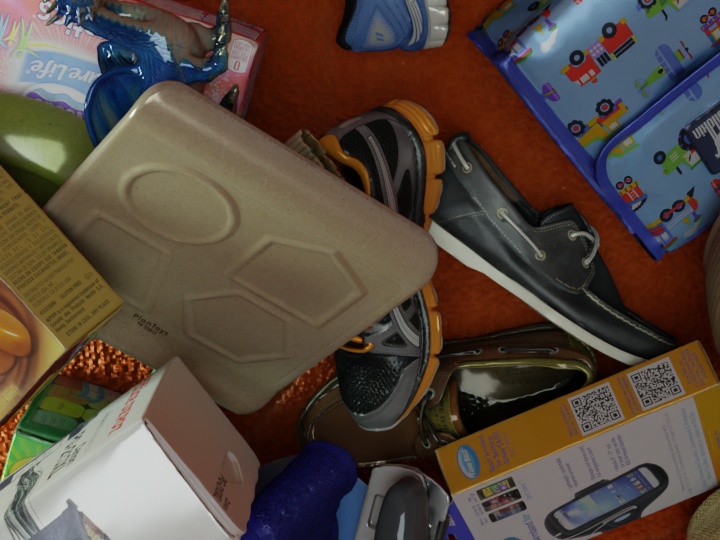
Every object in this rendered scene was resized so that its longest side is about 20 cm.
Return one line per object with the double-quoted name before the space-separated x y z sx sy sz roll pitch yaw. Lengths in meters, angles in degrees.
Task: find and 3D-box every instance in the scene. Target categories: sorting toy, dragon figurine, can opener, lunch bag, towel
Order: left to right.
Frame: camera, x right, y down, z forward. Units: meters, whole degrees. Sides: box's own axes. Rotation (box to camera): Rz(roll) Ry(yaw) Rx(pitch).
"dragon figurine" -0.117 -0.095 0.912 0.098 0.059 0.201 -3 132 0
"towel" -0.088 0.188 0.946 0.049 0.148 0.200 39 58 18
"sorting toy" -0.081 -0.009 0.925 0.184 0.037 0.200 30 137 -20
"can opener" 0.004 0.213 1.008 0.053 0.067 0.202 20 106 20
"lunch bag" 0.189 -0.113 1.017 0.150 0.094 0.200 -41 111 6

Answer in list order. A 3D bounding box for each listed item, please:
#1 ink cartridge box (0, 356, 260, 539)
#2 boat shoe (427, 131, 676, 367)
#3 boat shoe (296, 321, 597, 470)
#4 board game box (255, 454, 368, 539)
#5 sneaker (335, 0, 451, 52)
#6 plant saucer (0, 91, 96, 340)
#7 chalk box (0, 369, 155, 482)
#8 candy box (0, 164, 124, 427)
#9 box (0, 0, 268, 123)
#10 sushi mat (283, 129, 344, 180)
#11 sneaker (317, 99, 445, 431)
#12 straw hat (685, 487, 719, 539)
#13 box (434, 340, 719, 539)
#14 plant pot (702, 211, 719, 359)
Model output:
"ink cartridge box" -0.160 0.147 0.901 0.199 0.145 0.085 -35 98 6
"boat shoe" 0.121 -0.007 1.034 0.199 0.072 0.068 36 100 -4
"boat shoe" 0.052 0.080 1.053 0.198 0.068 0.072 -21 101 4
"board game box" -0.011 0.208 1.072 0.200 0.039 0.159 38 110 8
"sneaker" -0.006 -0.224 0.987 0.088 0.079 0.202 -13 101 0
"plant saucer" -0.207 -0.020 0.997 0.198 0.031 0.201 7 135 7
"chalk box" -0.162 0.145 1.038 0.123 0.124 0.202 17 100 -4
"candy box" -0.235 -0.018 0.920 0.200 0.056 0.117 48 136 0
"box" -0.163 -0.126 0.994 0.198 0.103 0.095 17 101 -4
"sushi mat" -0.061 0.000 0.997 0.200 0.012 0.096 -36 84 46
"sneaker" 0.000 0.000 0.999 0.078 0.077 0.202 11 106 43
"straw hat" 0.254 0.178 1.058 0.201 0.201 0.085 -48 57 8
"box" 0.135 0.125 1.045 0.198 0.042 0.119 -21 141 5
"plant pot" 0.273 -0.008 1.003 0.093 0.200 0.201 42 101 34
